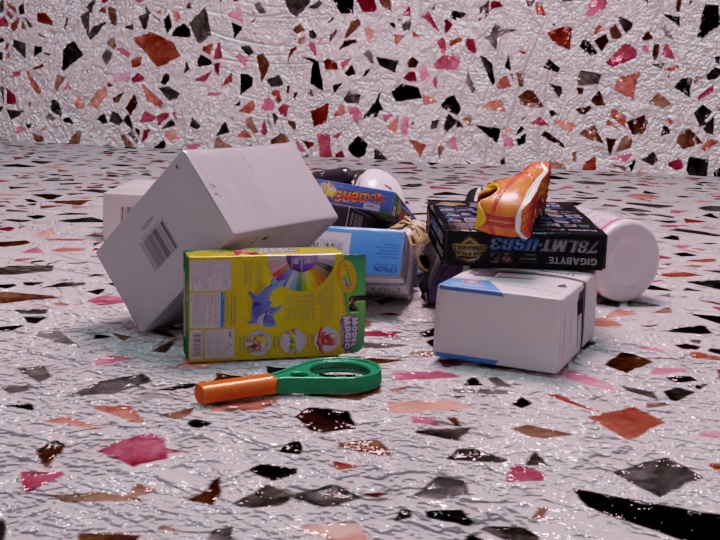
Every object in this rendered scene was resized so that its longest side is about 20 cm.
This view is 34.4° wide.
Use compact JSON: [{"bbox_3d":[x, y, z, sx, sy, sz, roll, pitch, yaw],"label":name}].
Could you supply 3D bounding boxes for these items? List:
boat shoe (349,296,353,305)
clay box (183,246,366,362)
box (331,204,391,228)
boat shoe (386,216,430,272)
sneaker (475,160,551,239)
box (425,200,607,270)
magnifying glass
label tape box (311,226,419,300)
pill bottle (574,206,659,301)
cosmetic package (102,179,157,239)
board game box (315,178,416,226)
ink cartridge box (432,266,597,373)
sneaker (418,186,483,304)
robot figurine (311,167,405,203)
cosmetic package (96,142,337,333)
[{"bbox_3d":[-0.077,0.036,1.386,0.067,0.073,0.199,5,9,29],"label":"boat shoe"},{"bbox_3d":[-0.093,0.035,1.272,0.197,0.117,0.048,-1,12,-17],"label":"clay box"},{"bbox_3d":[-0.070,-0.053,1.741,0.197,0.080,0.141,8,-9,31],"label":"box"},{"bbox_3d":[0.070,-0.044,1.698,0.074,0.067,0.199,33,9,23],"label":"boat shoe"},{"bbox_3d":[0.182,-0.091,1.373,0.076,0.074,0.200,11,17,17],"label":"sneaker"},{"bbox_3d":[0.188,-0.047,1.448,0.196,0.051,0.199,1,13,-4],"label":"box"},{"bbox_3d":[-0.068,0.110,1.148,0.197,0.023,0.079,-3,12,-31],"label":"magnifying glass"},{"bbox_3d":[0.000,0.000,1.561,0.141,0.067,0.200,3,-17,10],"label":"label tape box"},{"bbox_3d":[0.327,-0.030,1.674,0.112,0.115,0.200,-3,11,-22],"label":"pill bottle"},{"bbox_3d":[-0.380,-0.109,2.070,0.106,0.086,0.200,3,10,5],"label":"cosmetic package"},{"bbox_3d":[-0.025,-0.100,1.771,0.197,0.035,0.135,11,-10,19],"label":"board game box"},{"bbox_3d":[0.182,0.047,1.330,0.142,0.086,0.200,7,11,21],"label":"ink cartridge box"},{"bbox_3d":[0.124,-0.038,1.588,0.086,0.076,0.202,-1,46,18],"label":"sneaker"},{"bbox_3d":[-0.022,-0.100,1.914,0.197,0.127,0.150,-8,0,26],"label":"robot figurine"},{"bbox_3d":[-0.170,-0.042,1.396,0.199,0.124,0.199,-43,-16,33],"label":"cosmetic package"}]
